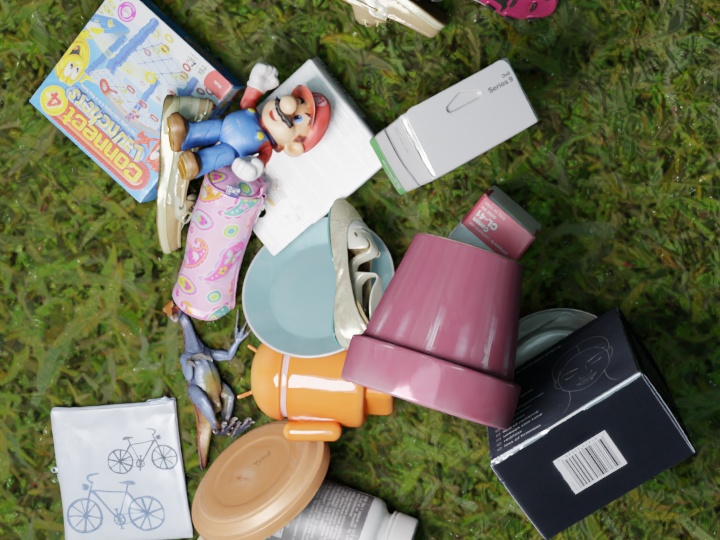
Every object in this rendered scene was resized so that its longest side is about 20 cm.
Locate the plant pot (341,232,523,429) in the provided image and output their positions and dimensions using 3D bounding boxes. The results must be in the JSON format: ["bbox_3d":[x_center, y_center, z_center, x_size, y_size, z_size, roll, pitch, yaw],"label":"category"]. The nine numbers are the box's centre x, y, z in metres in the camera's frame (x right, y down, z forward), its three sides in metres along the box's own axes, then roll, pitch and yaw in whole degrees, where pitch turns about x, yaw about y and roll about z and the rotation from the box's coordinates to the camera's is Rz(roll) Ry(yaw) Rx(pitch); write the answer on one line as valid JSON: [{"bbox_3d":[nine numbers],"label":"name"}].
[{"bbox_3d":[0.096,0.063,1.472,0.198,0.200,0.181,17,87,7],"label":"plant pot"}]

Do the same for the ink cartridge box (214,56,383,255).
[{"bbox_3d":[-0.081,-0.145,1.687,0.200,0.057,0.163,-39,90,19],"label":"ink cartridge box"}]

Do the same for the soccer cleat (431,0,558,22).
[{"bbox_3d":[0.144,-0.361,1.602,0.198,0.070,0.087,10,57,-8],"label":"soccer cleat"}]

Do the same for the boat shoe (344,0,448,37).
[{"bbox_3d":[0.013,-0.336,1.632,0.199,0.074,0.067,33,115,5],"label":"boat shoe"}]

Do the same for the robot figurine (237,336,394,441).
[{"bbox_3d":[-0.053,0.135,1.685,0.197,0.117,0.146,4,99,5],"label":"robot figurine"}]

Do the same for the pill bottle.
[{"bbox_3d":[-0.032,0.334,1.713,0.198,0.113,0.114,17,101,8],"label":"pill bottle"}]

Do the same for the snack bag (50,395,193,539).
[{"bbox_3d":[-0.327,0.273,1.803,0.186,0.021,0.203,-5,98,10],"label":"snack bag"}]

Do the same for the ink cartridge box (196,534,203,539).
[{"bbox_3d":[-0.174,0.445,1.775,0.164,0.075,0.201,31,102,5],"label":"ink cartridge box"}]

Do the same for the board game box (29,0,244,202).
[{"bbox_3d":[-0.287,-0.227,1.702,0.200,0.056,0.196,41,102,2],"label":"board game box"}]

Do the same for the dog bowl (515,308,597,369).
[{"bbox_3d":[0.251,0.141,1.663,0.197,0.059,0.203,1,99,9],"label":"dog bowl"}]

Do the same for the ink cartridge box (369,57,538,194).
[{"bbox_3d":[0.104,-0.164,1.551,0.145,0.200,0.085,-30,93,-8],"label":"ink cartridge box"}]

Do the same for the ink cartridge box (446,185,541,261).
[{"bbox_3d":[0.125,0.001,1.618,0.085,0.148,0.200,41,102,2],"label":"ink cartridge box"}]

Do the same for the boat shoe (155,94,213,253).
[{"bbox_3d":[-0.220,-0.117,1.653,0.062,0.073,0.203,3,106,-8],"label":"boat shoe"}]

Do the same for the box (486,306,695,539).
[{"bbox_3d":[0.254,0.171,1.528,0.199,0.197,0.124,-33,106,13],"label":"box"}]

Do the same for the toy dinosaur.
[{"bbox_3d":[-0.218,0.135,1.733,0.200,0.105,0.182,-46,70,23],"label":"toy dinosaur"}]

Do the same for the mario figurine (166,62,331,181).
[{"bbox_3d":[-0.127,-0.178,1.585,0.198,0.106,0.125,-18,105,-18],"label":"mario figurine"}]

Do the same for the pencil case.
[{"bbox_3d":[-0.176,-0.036,1.669,0.087,0.088,0.202,23,120,6],"label":"pencil case"}]

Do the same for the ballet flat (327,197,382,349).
[{"bbox_3d":[0.000,0.000,1.615,0.062,0.067,0.202,-18,63,31],"label":"ballet flat"}]

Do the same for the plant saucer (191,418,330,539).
[{"bbox_3d":[-0.130,0.262,1.679,0.199,0.201,0.032,-27,120,13],"label":"plant saucer"}]

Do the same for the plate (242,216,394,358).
[{"bbox_3d":[-0.051,0.024,1.670,0.198,0.026,0.202,-6,58,10],"label":"plate"}]
